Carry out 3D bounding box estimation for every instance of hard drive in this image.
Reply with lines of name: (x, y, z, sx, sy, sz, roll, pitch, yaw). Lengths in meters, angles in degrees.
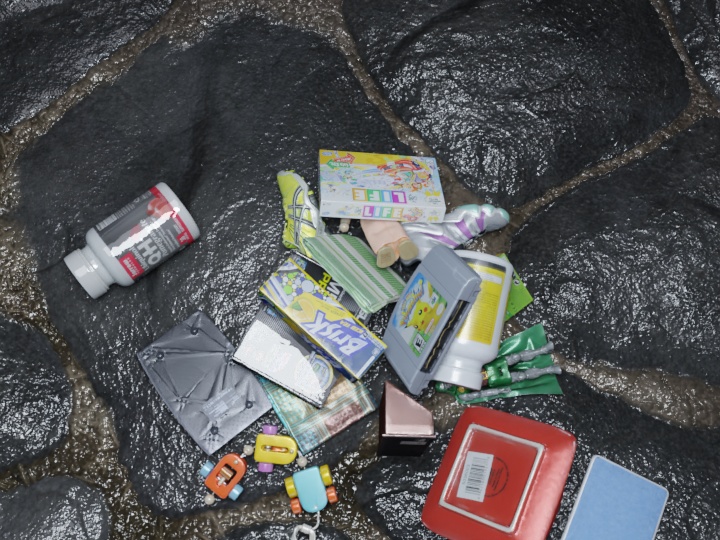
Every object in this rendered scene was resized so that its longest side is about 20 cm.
hard drive: (-0.244, 0.176, 1.180, 0.135, 0.042, 0.200, -37, 77, -14)

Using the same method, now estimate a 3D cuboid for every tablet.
tablet: (0.382, 0.400, 1.148, 0.130, 0.014, 0.200, 26, 71, 6)

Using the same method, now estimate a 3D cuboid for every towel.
towel: (0.000, 0.000, 1.182, 0.153, 0.200, 0.023, 46, 109, 12)
towel: (-0.083, 0.172, 1.197, 0.147, 0.022, 0.200, -31, 75, -9)

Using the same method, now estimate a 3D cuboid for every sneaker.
sneaker: (-0.103, -0.081, 1.258, 0.076, 0.075, 0.200, -23, 72, -10)
sneaker: (0.156, -0.033, 1.257, 0.200, 0.078, 0.140, -6, 73, 5)

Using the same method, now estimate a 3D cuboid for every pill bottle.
pill bottle: (-0.371, -0.045, 1.214, 0.200, 0.111, 0.111, -37, 77, -13)
pill bottle: (0.164, 0.077, 1.151, 0.112, 0.112, 0.200, 13, 81, 2)

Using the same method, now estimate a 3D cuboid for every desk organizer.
desk organizer: (0.063, 0.221, 1.097, 0.072, 0.200, 0.077, 2, 69, -1)

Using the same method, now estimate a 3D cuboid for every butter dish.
butter dish: (0.223, 0.325, 1.105, 0.199, 0.148, 0.200, 9, 67, 43)

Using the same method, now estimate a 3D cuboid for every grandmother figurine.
grandmother figurine: (0.021, -0.091, 1.245, 0.121, 0.061, 0.200, -11, 47, -13)

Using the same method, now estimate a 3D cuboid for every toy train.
toy train: (-0.133, 0.321, 1.134, 0.200, 0.056, 0.150, 33, 84, 5)

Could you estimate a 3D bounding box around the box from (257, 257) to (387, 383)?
box: (-0.059, 0.077, 1.130, 0.200, 0.064, 0.070, 42, 73, 3)

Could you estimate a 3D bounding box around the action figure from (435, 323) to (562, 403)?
action figure: (0.217, 0.165, 1.202, 0.200, 0.055, 0.118, -15, 75, -3)

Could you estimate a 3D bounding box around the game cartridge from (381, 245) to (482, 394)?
game cartridge: (0.099, 0.068, 1.119, 0.040, 0.133, 0.200, 19, 107, -25)

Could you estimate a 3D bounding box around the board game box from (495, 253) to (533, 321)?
board game box: (0.182, 0.066, 1.230, 0.200, 0.030, 0.096, -36, 98, -16)

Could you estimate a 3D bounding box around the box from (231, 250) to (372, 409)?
box: (-0.085, 0.092, 1.178, 0.160, 0.044, 0.200, 30, 74, -1)

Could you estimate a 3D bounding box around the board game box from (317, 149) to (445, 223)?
board game box: (0.031, -0.139, 1.227, 0.200, 0.034, 0.135, 3, 45, -8)
